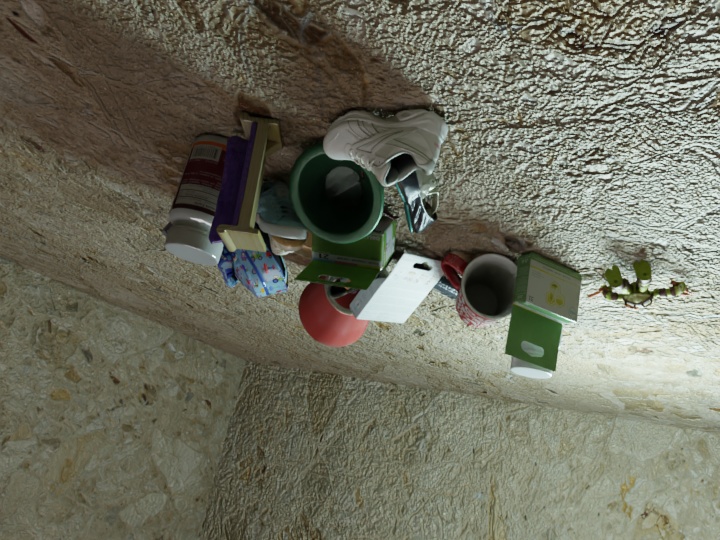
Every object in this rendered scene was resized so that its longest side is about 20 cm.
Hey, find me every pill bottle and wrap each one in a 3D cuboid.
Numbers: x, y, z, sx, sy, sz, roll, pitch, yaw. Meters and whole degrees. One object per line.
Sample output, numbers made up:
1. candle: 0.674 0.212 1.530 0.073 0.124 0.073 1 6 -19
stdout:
1. pill bottle: -0.266 -0.121 1.030 0.111 0.204 0.114 12 163 4
2. pill bottle: 0.383 0.124 1.284 0.112 0.204 0.115 12 162 4

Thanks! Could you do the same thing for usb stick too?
1. usb stick: 0.173 0.025 1.419 0.198 0.033 0.055 26 158 -33

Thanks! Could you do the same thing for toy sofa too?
1. toy sofa: -0.185 -0.137 0.925 0.095 0.205 0.083 7 163 0

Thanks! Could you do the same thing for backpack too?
1. backpack: -0.242 -0.026 1.269 0.133 0.202 0.183 -30 170 -14

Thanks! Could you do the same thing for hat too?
1. hat: -0.022 -0.155 1.046 0.162 0.177 0.204 3 119 12

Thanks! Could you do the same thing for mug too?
1. mug: 0.265 0.036 1.297 0.131 0.180 0.200 -24 166 -3

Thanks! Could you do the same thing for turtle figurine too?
1. turtle figurine: 0.529 0.041 1.151 0.197 0.066 0.161 -1 157 38

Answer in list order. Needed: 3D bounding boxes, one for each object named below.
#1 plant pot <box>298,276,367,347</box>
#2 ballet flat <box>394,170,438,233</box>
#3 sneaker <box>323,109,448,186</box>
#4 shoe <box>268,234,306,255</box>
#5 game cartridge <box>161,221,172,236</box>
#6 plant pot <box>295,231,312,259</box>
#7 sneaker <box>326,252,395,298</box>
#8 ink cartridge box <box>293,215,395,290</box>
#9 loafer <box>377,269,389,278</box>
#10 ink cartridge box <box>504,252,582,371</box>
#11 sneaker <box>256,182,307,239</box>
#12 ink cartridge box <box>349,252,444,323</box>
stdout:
1. plant pot: -0.047 0.076 1.509 0.196 0.204 0.178 17 152 -12
2. ballet flat: 0.094 -0.132 0.971 0.071 0.074 0.201 7 155 19
3. sneaker: 0.023 -0.169 0.838 0.196 0.102 0.078 1 159 33
4. shoe: -0.142 -0.059 1.151 0.068 0.055 0.200 -4 -166 -13
5. game cartridge: -0.304 -0.117 1.181 0.197 0.130 0.039 1 135 44
6. plant pot: -0.118 -0.079 1.304 0.196 0.028 0.201 18 158 7
7. sneaker: 0.000 0.000 1.300 0.074 0.080 0.199 44 121 -12
8. ink cartridge box: -0.025 -0.043 1.105 0.144 0.077 0.200 8 -156 14
9. loafer: 0.019 0.002 1.402 0.074 0.071 0.200 -19 128 30
10. ink cartridge box: 0.368 0.084 1.176 0.143 0.204 0.048 20 161 -23
11. sneaker: -0.151 -0.115 1.074 0.073 0.084 0.199 0 -161 -33
12. ink cartridge box: 0.088 0.033 1.333 0.158 0.048 0.201 9 127 -41
